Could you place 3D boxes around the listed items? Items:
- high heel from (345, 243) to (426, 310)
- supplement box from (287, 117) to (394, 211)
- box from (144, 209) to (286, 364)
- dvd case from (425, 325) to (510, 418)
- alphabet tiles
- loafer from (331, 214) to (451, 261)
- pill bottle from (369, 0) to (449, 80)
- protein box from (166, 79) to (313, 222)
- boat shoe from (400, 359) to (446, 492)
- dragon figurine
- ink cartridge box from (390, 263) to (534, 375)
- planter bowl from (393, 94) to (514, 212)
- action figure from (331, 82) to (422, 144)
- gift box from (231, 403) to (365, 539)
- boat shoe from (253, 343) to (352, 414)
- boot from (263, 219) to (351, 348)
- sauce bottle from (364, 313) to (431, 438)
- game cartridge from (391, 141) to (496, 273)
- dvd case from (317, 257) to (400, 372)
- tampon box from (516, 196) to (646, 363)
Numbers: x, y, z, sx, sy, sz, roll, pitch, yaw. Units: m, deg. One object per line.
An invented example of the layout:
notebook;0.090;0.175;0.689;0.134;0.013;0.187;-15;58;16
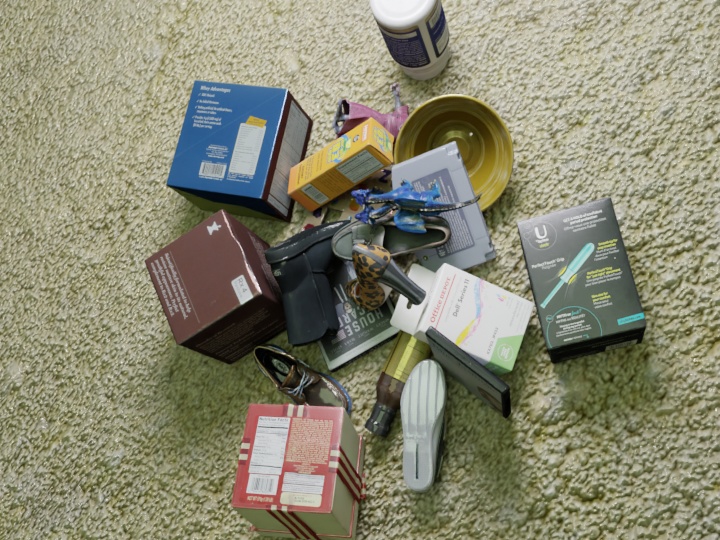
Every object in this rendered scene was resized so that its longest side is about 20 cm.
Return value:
high heel;0.000;0.000;1.259;0.198;0.142;0.072;0;57;56
supplement box;-0.035;-0.179;1.367;0.198;0.068;0.068;-25;45;33
box;-0.226;0.034;1.349;0.162;0.200;0.168;-30;68;7
dvd case;0.164;0.156;1.194;0.142;0.200;0.018;38;81;21
alphabet tiles;0.004;-0.110;1.401;0.197;0.008;0.170;18;76;27
loafer;0.048;-0.053;1.272;0.195;0.063;0.074;-9;100;3
pill bottle;0.092;-0.419;1.372;0.113;0.200;0.118;-4;73;14
protein box;-0.215;-0.216;1.446;0.194;0.135;0.204;9;78;19
boat shoe;0.100;0.244;1.261;0.070;0.071;0.205;6;83;18
dragon figurine;0.084;-0.097;1.232;0.196;0.099;0.060;13;124;24
ink cartridge box;0.157;0.069;1.251;0.196;0.067;0.119;23;76;-2
planter bowl;0.158;-0.195;1.336;0.196;0.084;0.205;3;107;10
action figure;0.049;-0.243;1.391;0.195;0.135;0.152;9;114;-7
gift box;-0.097;0.330;1.234;0.180;0.188;0.204;4;61;16
boat shoe;-0.105;0.190;1.337;0.197;0.072;0.073;28;85;22
boot;-0.069;0.019;1.328;0.075;0.199;0.172;-4;107;39
sauce bottle;0.064;0.170;1.297;0.064;0.065;0.203;24;85;21
game cartridge;0.130;-0.094;1.310;0.131;0.041;0.204;-19;103;12
dvd case;-0.027;0.051;1.377;0.148;0.025;0.203;-29;68;8
tampon box;0.336;0.019;1.219;0.147;0.126;0.204;-14;71;12
